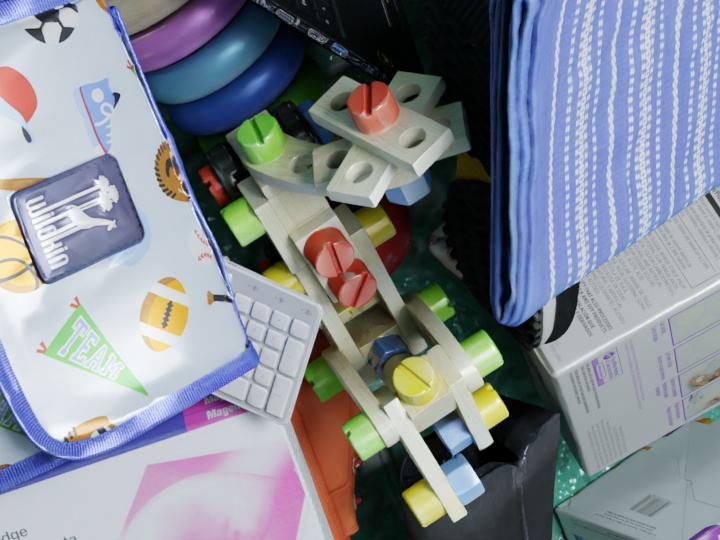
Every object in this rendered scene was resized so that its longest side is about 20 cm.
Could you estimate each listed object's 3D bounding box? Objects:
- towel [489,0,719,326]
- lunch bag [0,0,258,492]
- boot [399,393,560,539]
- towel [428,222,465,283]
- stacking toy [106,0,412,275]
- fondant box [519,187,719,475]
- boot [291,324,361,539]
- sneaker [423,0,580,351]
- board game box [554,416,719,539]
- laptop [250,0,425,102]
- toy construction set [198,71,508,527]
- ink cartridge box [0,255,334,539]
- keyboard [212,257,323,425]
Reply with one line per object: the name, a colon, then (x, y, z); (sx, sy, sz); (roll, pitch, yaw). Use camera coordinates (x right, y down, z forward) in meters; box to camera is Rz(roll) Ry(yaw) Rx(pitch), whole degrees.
towel: (0.114, -0.076, 0.737); (0.200, 0.024, 0.145); (-30, 130, -41)
lunch bag: (-0.157, -0.001, 0.723); (0.199, 0.124, 0.171); (-22, 99, -1)
boot: (0.042, 0.178, 0.890); (0.165, 0.065, 0.201); (-47, 144, -52)
towel: (0.136, -0.041, 0.897); (0.200, 0.030, 0.146); (-34, 155, 10)
stacking toy: (-0.042, -0.071, 0.863); (0.085, 0.085, 0.200); (-49, 123, -16)
fondant box: (0.173, 0.007, 0.921); (0.199, 0.058, 0.144); (-28, 153, 0)
boot: (-0.023, 0.096, 0.894); (0.107, 0.075, 0.201); (-40, 116, -29)
sneaker: (0.084, -0.050, 0.785); (0.090, 0.070, 0.201); (-29, 139, -17)
board game box: (0.201, 0.193, 1.013); (0.103, 0.105, 0.201); (-30, 111, -24)
laptop: (-0.031, -0.191, 0.776); (0.200, 0.178, 0.103); (29, 118, -29)
toy construction set: (0.000, 0.000, 0.791); (0.092, 0.131, 0.201); (-22, 133, -13)
ink cartridge box: (-0.114, 0.119, 0.813); (0.196, 0.043, 0.201); (-19, 108, 1)
keyboard: (-0.110, -0.001, 0.779); (0.011, 0.199, 0.056); (-37, 148, -66)
